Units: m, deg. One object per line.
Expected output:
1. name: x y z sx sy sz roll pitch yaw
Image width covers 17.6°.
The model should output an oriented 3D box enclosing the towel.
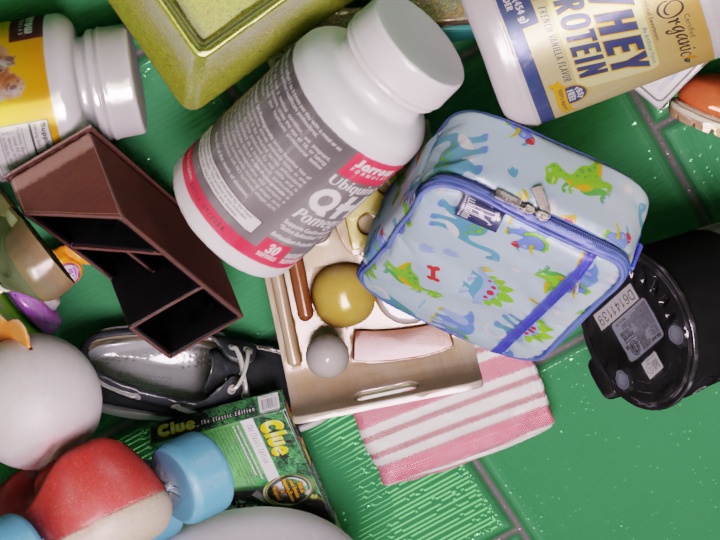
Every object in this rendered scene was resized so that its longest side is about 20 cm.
1. towel: 0.051 0.060 1.769 0.146 0.030 0.201 -20 113 5

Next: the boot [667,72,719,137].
1. boot: 0.315 -0.146 1.661 0.199 0.075 0.108 -4 114 -16

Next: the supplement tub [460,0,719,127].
1. supplement tub: 0.167 -0.191 1.519 0.199 0.145 0.145 -21 116 6

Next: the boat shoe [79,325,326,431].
1. boat shoe: -0.113 0.081 1.731 0.199 0.076 0.060 1 156 -7

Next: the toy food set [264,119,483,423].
1. toy food set: 0.000 0.000 1.687 0.143 0.060 0.201 -11 96 1

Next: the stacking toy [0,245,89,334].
1. stacking toy: -0.260 0.031 1.699 0.200 0.110 0.116 -39 114 2

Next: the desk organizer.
1. desk organizer: -0.161 -0.016 1.629 0.072 0.077 0.200 -29 150 10

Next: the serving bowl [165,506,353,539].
1. serving bowl: -0.090 0.236 1.778 0.199 0.066 0.200 -9 144 -6

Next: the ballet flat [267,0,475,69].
1. ballet flat: 0.029 -0.183 1.628 0.199 0.071 0.071 -11 117 0

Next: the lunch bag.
1. lunch bag: 0.096 -0.019 1.578 0.160 0.083 0.200 25 153 -9

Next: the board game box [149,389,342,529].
1. board game box: -0.083 0.166 1.769 0.104 0.024 0.200 -13 141 5

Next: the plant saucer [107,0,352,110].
1. plant saucer: -0.091 -0.239 1.559 0.199 0.048 0.200 -35 102 3

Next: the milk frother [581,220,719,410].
1. milk frother: 0.235 -0.015 1.693 0.188 0.180 0.201 -17 89 -34

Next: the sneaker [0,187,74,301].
1. sneaker: -0.261 -0.002 1.606 0.090 0.200 0.067 -40 116 -5

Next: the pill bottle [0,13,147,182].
1. pill bottle: -0.252 -0.115 1.610 0.199 0.109 0.110 -10 117 0

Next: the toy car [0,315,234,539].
1. toy car: -0.224 0.119 1.632 0.184 0.177 0.201 -22 85 -31

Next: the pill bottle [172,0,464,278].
1. pill bottle: -0.026 -0.094 1.577 0.111 0.111 0.200 37 120 -20

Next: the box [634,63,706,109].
1. box: 0.173 -0.219 1.619 0.200 0.060 0.117 36 108 -19
